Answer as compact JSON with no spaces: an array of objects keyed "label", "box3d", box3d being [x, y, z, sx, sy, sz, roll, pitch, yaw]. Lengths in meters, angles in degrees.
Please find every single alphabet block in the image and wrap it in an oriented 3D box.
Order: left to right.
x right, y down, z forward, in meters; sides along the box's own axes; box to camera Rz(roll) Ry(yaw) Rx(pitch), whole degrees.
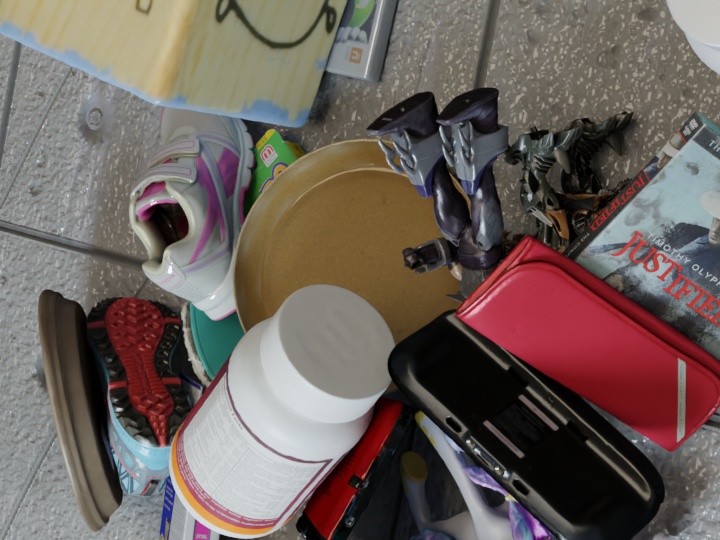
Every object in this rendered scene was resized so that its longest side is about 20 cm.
[{"label":"alphabet block","box3d":[-0.133,-0.241,1.332,0.195,0.195,0.202,25,103,31]}]

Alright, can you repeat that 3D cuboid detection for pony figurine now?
[{"label":"pony figurine","box3d":[0.101,0.186,1.213,0.193,0.165,0.202,-38,67,61]}]

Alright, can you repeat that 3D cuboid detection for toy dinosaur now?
[{"label":"toy dinosaur","box3d":[0.150,-0.034,1.215,0.198,0.102,0.138,-8,98,16]}]

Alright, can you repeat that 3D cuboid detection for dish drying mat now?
[{"label":"dish drying mat","box3d":[0.161,0.052,1.149,0.077,0.199,0.018,-46,28,23]}]

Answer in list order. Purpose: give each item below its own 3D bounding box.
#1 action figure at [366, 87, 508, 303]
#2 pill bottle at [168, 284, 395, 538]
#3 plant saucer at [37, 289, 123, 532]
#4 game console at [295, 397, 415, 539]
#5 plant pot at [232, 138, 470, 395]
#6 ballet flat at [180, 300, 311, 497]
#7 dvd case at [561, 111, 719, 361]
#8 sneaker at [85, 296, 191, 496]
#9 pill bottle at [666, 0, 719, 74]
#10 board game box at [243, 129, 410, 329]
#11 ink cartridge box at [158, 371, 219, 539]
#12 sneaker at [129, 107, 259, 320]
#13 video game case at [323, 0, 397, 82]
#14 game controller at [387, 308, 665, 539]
[{"label":"action figure","box3d":[0.077,-0.026,1.200,0.129,0.069,0.202,4,125,42]},{"label":"pill bottle","box3d":[-0.056,0.101,1.232,0.110,0.109,0.200,61,141,21]},{"label":"plant saucer","box3d":[-0.226,0.112,1.420,0.029,0.200,0.203,-12,78,-4]},{"label":"game console","box3d":[0.022,0.193,1.243,0.118,0.200,0.174,31,85,-4]},{"label":"plant pot","box3d":[0.000,0.000,1.317,0.197,0.027,0.203,-4,76,16]},{"label":"ballet flat","box3d":[-0.094,0.104,1.388,0.072,0.071,0.201,-40,65,25]},{"label":"dvd case","box3d":[0.205,0.006,1.149,0.200,0.145,0.022,-48,28,21]},{"label":"sneaker","box3d":[-0.188,0.102,1.414,0.201,0.078,0.096,-105,25,-52]},{"label":"pill bottle","box3d":[0.266,-0.165,1.073,0.111,0.199,0.114,-2,86,33]},{"label":"board game box","box3d":[-0.043,-0.010,1.380,0.096,0.030,0.201,-45,67,22]},{"label":"ink cartridge box","box3d":[-0.136,0.188,1.398,0.095,0.037,0.203,-167,82,-73]},{"label":"sneaker","box3d":[-0.137,-0.065,1.375,0.081,0.088,0.202,-32,54,32]},{"label":"video game case","box3d":[-0.039,-0.267,1.395,0.180,0.023,0.202,17,96,34]},{"label":"game controller","box3d":[0.109,0.104,1.149,0.200,0.104,0.042,42,139,18]}]
